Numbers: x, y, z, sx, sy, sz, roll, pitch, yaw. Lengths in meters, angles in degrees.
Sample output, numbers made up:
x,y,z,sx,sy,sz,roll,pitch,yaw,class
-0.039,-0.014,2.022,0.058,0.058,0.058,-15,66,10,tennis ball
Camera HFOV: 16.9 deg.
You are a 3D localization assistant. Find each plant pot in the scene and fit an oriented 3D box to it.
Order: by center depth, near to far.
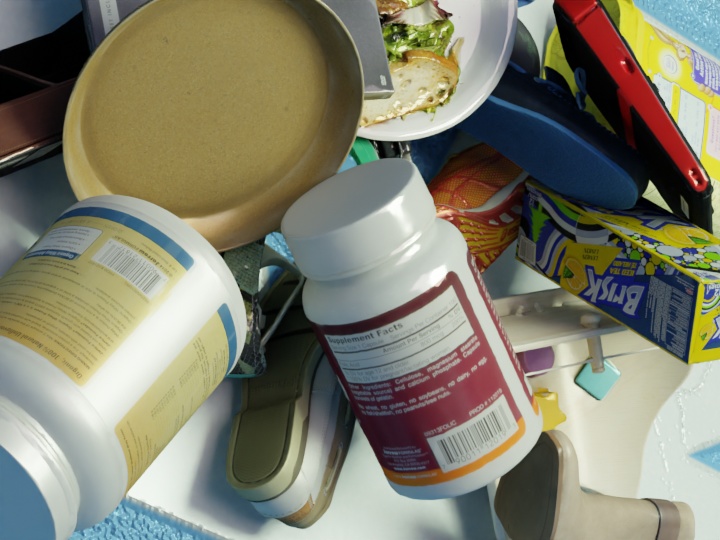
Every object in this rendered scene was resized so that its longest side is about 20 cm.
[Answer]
x,y,z,sx,sy,sz,roll,pitch,yaw,class
-0.094,-0.100,1.526,0.199,0.201,0.028,17,25,-34,plant pot

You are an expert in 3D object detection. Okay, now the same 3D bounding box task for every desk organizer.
x,y,z,sx,sy,sz,roll,pitch,yaw,class
-0.190,-0.121,1.560,0.200,0.072,0.077,-26,90,-42,desk organizer

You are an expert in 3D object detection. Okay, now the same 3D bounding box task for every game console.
x,y,z,sx,sy,sz,roll,pitch,yaw,class
0.196,-0.110,1.695,0.031,0.200,0.177,-35,77,2,game console

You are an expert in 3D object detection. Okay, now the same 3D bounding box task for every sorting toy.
x,y,z,sx,sy,sz,roll,pitch,yaw,class
0.142,0.110,1.743,0.199,0.107,0.181,-9,100,-37,sorting toy

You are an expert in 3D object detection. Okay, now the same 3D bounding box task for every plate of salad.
x,y,z,sx,sy,sz,roll,pitch,yaw,class
0.019,-0.189,1.653,0.199,0.048,0.201,3,81,-18,plate of salad

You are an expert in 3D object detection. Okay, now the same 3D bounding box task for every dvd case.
x,y,z,sx,sy,sz,roll,pitch,yaw,class
-0.084,-0.177,1.575,0.199,0.016,0.150,-5,74,-22,dvd case

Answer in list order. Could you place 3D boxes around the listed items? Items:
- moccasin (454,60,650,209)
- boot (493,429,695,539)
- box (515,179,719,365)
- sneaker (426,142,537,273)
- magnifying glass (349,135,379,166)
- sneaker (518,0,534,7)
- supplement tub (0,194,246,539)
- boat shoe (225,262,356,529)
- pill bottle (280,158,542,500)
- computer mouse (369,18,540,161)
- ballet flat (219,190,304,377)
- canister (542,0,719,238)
x,y,z,sx,sy,sz,roll,pitch,yaw,class
0.124,-0.118,1.706,0.200,0.081,0.068,34,60,16,moccasin
0.166,0.179,1.689,0.145,0.201,0.070,-4,46,-23,boot
0.194,-0.005,1.692,0.070,0.200,0.065,-8,116,-32,box
0.077,-0.046,1.765,0.199,0.077,0.073,-31,130,-29,sneaker
0.000,0.000,1.680,0.022,0.079,0.201,-11,93,-35,magnifying glass
0.073,-0.255,1.822,0.199,0.075,0.079,15,69,-33,sneaker
-0.175,0.065,1.458,0.145,0.144,0.200,51,50,-14,supplement tub
-0.037,0.078,1.625,0.068,0.074,0.201,49,47,-40,boat shoe
0.031,0.037,1.566,0.114,0.114,0.201,-44,119,-40,pill bottle
0.069,-0.148,1.794,0.199,0.053,0.139,-15,84,-41,computer mouse
-0.066,-0.018,1.623,0.074,0.074,0.201,26,68,-30,ballet flat
0.240,-0.107,1.899,0.199,0.086,0.149,26,60,-32,canister
